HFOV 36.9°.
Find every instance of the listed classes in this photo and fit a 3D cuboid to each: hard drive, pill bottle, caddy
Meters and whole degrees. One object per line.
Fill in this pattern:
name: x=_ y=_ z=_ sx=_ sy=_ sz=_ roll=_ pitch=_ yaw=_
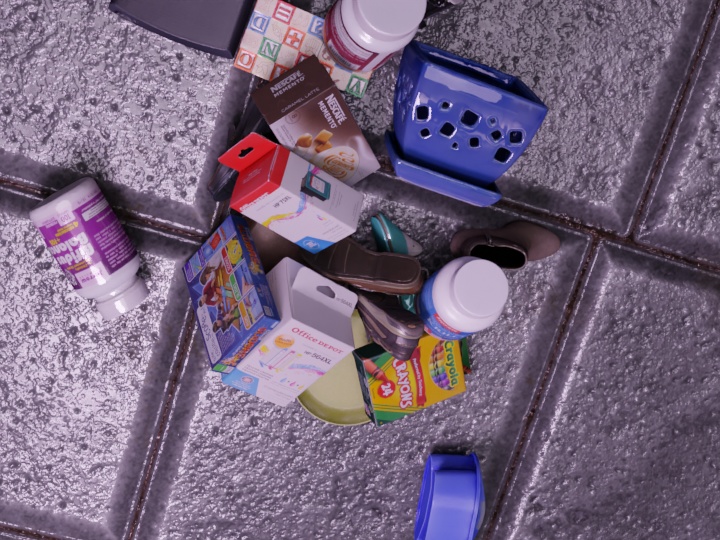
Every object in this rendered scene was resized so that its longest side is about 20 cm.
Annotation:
hard drive: x=-0.261 y=-0.403 z=1.587 sx=0.198 sy=0.042 sz=0.136 roll=21 pitch=101 yaw=-7
pill bottle: x=0.019 y=-0.351 z=1.502 sx=0.113 sy=0.200 sz=0.116 roll=0 pitch=88 yaw=-14
pill bottle: x=-0.404 y=-0.030 z=1.638 sx=0.112 sy=0.112 sz=0.201 roll=-28 pitch=106 yaw=1
pill bottle: x=0.153 y=0.041 z=1.622 sx=0.111 sy=0.200 sz=0.114 roll=2 pitch=80 yaw=-9
caddy: x=0.156 y=0.401 z=1.803 sx=0.104 sy=0.141 sz=0.202 roll=8 pitch=105 yaw=-5

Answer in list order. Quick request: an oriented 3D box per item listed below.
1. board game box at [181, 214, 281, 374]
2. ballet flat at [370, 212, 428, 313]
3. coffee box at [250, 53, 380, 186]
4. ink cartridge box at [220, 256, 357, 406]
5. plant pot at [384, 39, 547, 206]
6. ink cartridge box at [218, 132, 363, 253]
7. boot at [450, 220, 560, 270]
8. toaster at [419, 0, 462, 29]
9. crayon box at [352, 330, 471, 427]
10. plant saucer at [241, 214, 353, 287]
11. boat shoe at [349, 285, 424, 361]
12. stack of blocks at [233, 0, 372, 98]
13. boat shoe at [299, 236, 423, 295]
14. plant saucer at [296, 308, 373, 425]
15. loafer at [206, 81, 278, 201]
board game box: x=-0.198 y=0.035 z=1.625 sx=0.034 sy=0.201 sz=0.135 roll=17 pitch=130 yaw=-43
ballet flat: x=0.070 y=-0.007 z=1.730 sx=0.070 sy=0.067 sz=0.202 roll=-19 pitch=110 yaw=-14
coffee box: x=-0.063 y=-0.205 z=1.598 sx=0.114 sy=0.080 sz=0.200 roll=-31 pitch=143 yaw=0
ink cartridge box: x=-0.108 y=0.089 z=1.646 sx=0.128 sy=0.126 sz=0.200 roll=26 pitch=127 yaw=-34
plant pot: x=0.141 y=-0.216 z=1.617 sx=0.198 sy=0.200 sz=0.181 roll=17 pitch=109 yaw=-11
ink cartridge box: x=-0.109 y=-0.111 z=1.583 sx=0.199 sy=0.116 sz=0.068 roll=29 pitch=58 yaw=-26
boot: x=0.236 y=-0.032 z=1.695 sx=0.198 sy=0.146 sz=0.071 roll=0 pitch=103 yaw=-7
toaster: x=0.073 y=-0.457 z=1.549 sx=0.180 sy=0.200 sz=0.119 roll=34 pitch=87 yaw=-13
crayon box: x=0.095 y=0.156 z=1.747 sx=0.198 sy=0.051 sz=0.128 roll=-21 pitch=117 yaw=-16
plant saucer: x=-0.108 y=-0.029 z=1.713 sx=0.198 sy=0.037 sz=0.203 roll=-2 pitch=106 yaw=-6
boat shoe: x=0.029 y=0.079 z=1.669 sx=0.074 sy=0.200 sz=0.074 roll=7 pitch=107 yaw=-24
stack of blocks: x=-0.080 y=-0.326 z=1.627 sx=0.198 sy=0.059 sz=0.116 roll=20 pitch=102 yaw=-12
boat shoe: x=0.000 y=0.000 z=1.668 sx=0.198 sy=0.068 sz=0.072 roll=18 pitch=69 yaw=16
plant saucer: x=-0.020 y=0.156 z=1.775 sx=0.198 sy=0.031 sz=0.202 roll=-2 pitch=105 yaw=-7
loafer: x=-0.174 y=-0.196 z=1.653 sx=0.072 sy=0.073 sz=0.200 roll=40 pitch=92 yaw=18
